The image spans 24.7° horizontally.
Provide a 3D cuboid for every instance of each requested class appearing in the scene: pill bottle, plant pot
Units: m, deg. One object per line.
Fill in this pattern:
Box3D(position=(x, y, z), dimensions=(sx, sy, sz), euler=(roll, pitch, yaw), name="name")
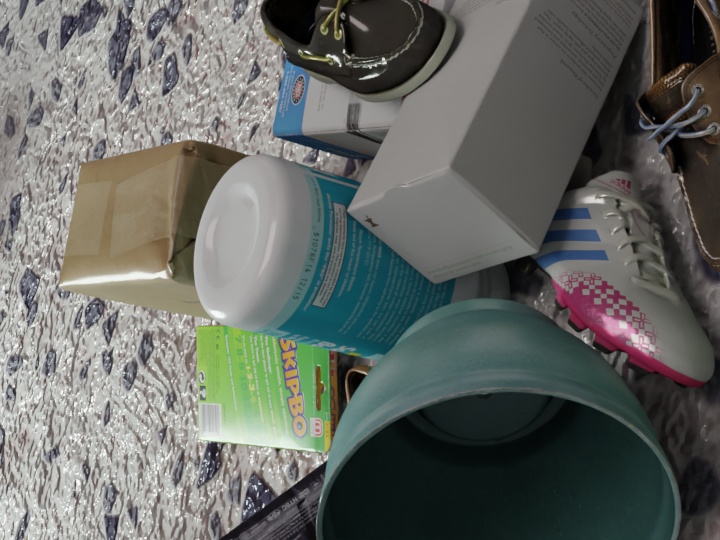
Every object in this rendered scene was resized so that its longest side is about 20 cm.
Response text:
Box3D(position=(0.000, 0.000, 1.072), dimensions=(0.111, 0.199, 0.111), euler=(-29, 54, 49), name="pill bottle")
Box3D(position=(0.075, 0.101, 0.948), dimensions=(0.201, 0.200, 0.135), euler=(-53, 21, 30), name="plant pot")

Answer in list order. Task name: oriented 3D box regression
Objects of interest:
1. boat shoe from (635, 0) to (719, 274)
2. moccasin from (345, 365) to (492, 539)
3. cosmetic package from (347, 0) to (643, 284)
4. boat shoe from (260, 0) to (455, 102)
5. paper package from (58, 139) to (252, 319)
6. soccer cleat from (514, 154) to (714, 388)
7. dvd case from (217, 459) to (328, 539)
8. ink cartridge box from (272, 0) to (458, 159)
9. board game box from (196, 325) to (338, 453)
Box3D(position=(0.193, -0.089, 0.934), dimensions=(0.072, 0.072, 0.201), euler=(-34, 51, 46), name="boat shoe")
Box3D(position=(0.039, 0.136, 1.072), dimensions=(0.074, 0.077, 0.202), euler=(-50, 41, 31), name="moccasin")
Box3D(position=(0.085, -0.101, 1.024), dimensions=(0.107, 0.085, 0.201), euler=(-17, 41, 53), name="cosmetic package")
Box3D(position=(-0.008, -0.159, 1.094), dimensions=(0.072, 0.060, 0.201), euler=(-59, 27, -8), name="boat shoe")
Box3D(position=(-0.104, -0.021, 1.243), dimensions=(0.200, 0.190, 0.104), euler=(-4, 75, 56), name="paper package")
Box3D(position=(0.150, -0.009, 0.970), dimensions=(0.087, 0.070, 0.200), euler=(-60, 37, 14), name="soccer cleat")
Box3D(position=(-0.016, 0.224, 1.004), dimensions=(0.148, 0.016, 0.200), euler=(-35, 56, -3), name="dvd case")
Box3D(position=(0.031, -0.161, 1.194), dimensions=(0.200, 0.083, 0.146), euler=(4, 80, 57), name="ink cartridge box")
Box3D(position=(-0.072, 0.090, 1.289), dimensions=(0.200, 0.030, 0.096), euler=(-4, 87, 58), name="board game box")
